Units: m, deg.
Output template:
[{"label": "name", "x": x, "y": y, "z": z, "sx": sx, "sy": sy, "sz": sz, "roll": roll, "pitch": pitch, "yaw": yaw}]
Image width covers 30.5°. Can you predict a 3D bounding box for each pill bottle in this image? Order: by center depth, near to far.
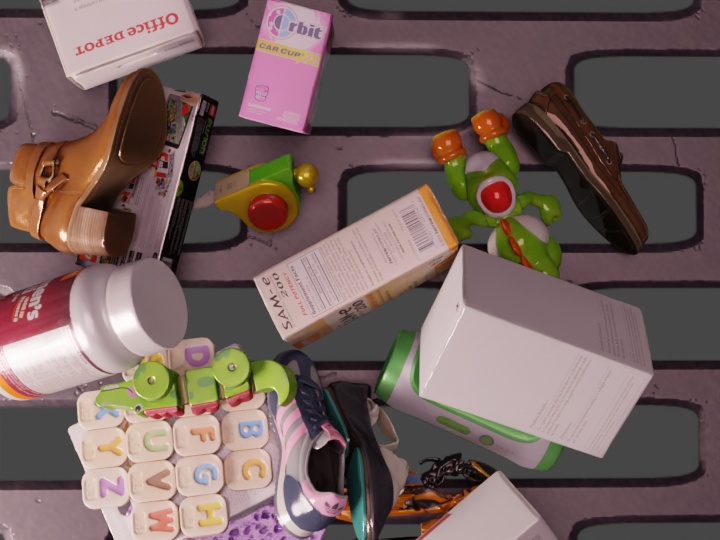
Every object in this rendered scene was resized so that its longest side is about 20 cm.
[{"label": "pill bottle", "x": -0.278, "y": 0.056, "z": 1.316, "sx": 0.199, "sy": 0.109, "sz": 0.111, "roll": -17, "pitch": 88, "yaw": 26}]

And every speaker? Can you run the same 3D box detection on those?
[{"label": "speaker", "x": 0.118, "y": 0.135, "z": 1.375, "sx": 0.199, "sy": 0.088, "sz": 0.089, "roll": 24, "pitch": 87, "yaw": -1}]

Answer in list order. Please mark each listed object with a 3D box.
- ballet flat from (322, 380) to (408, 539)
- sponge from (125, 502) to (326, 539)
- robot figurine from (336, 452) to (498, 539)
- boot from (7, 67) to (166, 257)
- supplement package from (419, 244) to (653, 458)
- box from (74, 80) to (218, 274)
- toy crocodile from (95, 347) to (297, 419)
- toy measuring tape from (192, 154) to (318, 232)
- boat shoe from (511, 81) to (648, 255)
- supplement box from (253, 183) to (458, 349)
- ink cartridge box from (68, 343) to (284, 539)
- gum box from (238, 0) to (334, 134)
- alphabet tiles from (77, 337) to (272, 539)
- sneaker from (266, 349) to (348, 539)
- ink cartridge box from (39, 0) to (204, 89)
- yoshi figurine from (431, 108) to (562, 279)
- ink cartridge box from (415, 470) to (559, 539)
[{"label": "ballet flat", "x": 0.011, "y": 0.188, "z": 1.335, "sx": 0.072, "sy": 0.201, "sz": 0.074, "roll": -9, "pitch": 132, "yaw": -10}, {"label": "sponge", "x": -0.145, "y": 0.276, "z": 1.388, "sx": 0.199, "sy": 0.030, "sz": 0.112, "roll": 28, "pitch": 86, "yaw": 0}, {"label": "robot figurine", "x": 0.064, "y": 0.269, "z": 1.376, "sx": 0.198, "sy": 0.058, "sz": 0.147, "roll": -4, "pitch": 88, "yaw": -6}, {"label": "boot", "x": -0.285, "y": -0.118, "z": 1.359, "sx": 0.154, "sy": 0.076, "sz": 0.202, "roll": 14, "pitch": 95, "yaw": 33}, {"label": "supplement package", "x": 0.169, "y": 0.079, "z": 1.301, "sx": 0.198, "sy": 0.118, "sz": 0.118, "roll": 20, "pitch": 122, "yaw": -8}, {"label": "box", "x": -0.223, "y": -0.091, "z": 1.374, "sx": 0.109, "sy": 0.035, "sz": 0.202, "roll": 13, "pitch": 88, "yaw": 29}, {"label": "toy crocodile", "x": -0.162, "y": 0.118, "z": 1.309, "sx": 0.198, "sy": 0.068, "sz": 0.062, "roll": -9, "pitch": 77, "yaw": -1}, {"label": "toy measuring tape", "x": -0.130, "y": -0.062, "z": 1.393, "sx": 0.198, "sy": 0.074, "sz": 0.074, "roll": -21, "pitch": 88, "yaw": 14}, {"label": "boat shoe", "x": 0.249, "y": -0.111, "z": 1.394, "sx": 0.068, "sy": 0.072, "sz": 0.200, "roll": -41, "pitch": 98, "yaw": -17}, {"label": "supplement box", "x": 0.000, "y": 0.000, "z": 1.347, "sx": 0.199, "sy": 0.126, "sz": 0.074, "roll": -28, "pitch": 81, "yaw": 1}, {"label": "ink cartridge box", "x": -0.178, "y": 0.192, "z": 1.366, "sx": 0.199, "sy": 0.050, "sz": 0.163, "roll": -27, "pitch": 77, "yaw": -2}, {"label": "gum box", "x": -0.070, "y": -0.200, "z": 1.329, "sx": 0.066, "sy": 0.200, "sz": 0.115, "roll": 14, "pitch": 95, "yaw": -2}, {"label": "alphabet tiles", "x": -0.189, "y": 0.171, "z": 1.340, "sx": 0.194, "sy": 0.015, "sz": 0.202, "roll": -6, "pitch": 76, "yaw": 0}, {"label": "sneaker", "x": -0.044, "y": 0.161, "z": 1.322, "sx": 0.070, "sy": 0.082, "sz": 0.202, "roll": 16, "pitch": 53, "yaw": -37}, {"label": "ink cartridge box", "x": -0.264, "y": -0.309, "z": 1.381, "sx": 0.146, "sy": 0.083, "sz": 0.202, "roll": -19, "pitch": 88, "yaw": -2}, {"label": "yoshi figurine", "x": 0.153, "y": -0.060, "z": 1.393, "sx": 0.111, "sy": 0.112, "sz": 0.201, "roll": -13, "pitch": 73, "yaw": -37}, {"label": "ink cartridge box", "x": 0.144, "y": 0.320, "z": 1.320, "sx": 0.144, "sy": 0.084, "sz": 0.200, "roll": -39, "pitch": 128, "yaw": -3}]
